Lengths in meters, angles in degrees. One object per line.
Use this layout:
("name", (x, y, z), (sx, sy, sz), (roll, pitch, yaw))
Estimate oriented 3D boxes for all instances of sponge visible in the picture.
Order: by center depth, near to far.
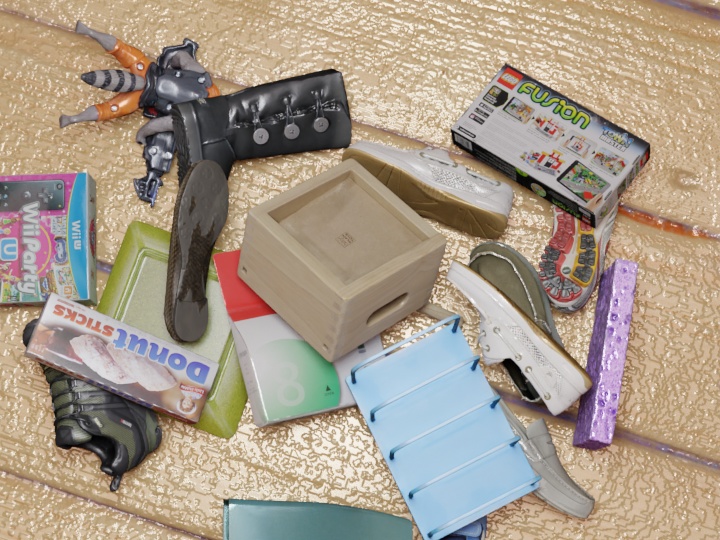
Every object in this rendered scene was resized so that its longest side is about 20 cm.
("sponge", (0.270, 0.095, 1.730), (0.030, 0.112, 0.201), (11, 81, 1))

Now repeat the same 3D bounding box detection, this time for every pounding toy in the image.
("pounding toy", (0.000, 0.000, 1.722), (0.199, 0.143, 0.184), (-29, 60, -35))

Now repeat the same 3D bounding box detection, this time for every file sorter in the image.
("file sorter", (0.087, 0.166, 1.651), (0.138, 0.123, 0.201), (-26, 80, -4))

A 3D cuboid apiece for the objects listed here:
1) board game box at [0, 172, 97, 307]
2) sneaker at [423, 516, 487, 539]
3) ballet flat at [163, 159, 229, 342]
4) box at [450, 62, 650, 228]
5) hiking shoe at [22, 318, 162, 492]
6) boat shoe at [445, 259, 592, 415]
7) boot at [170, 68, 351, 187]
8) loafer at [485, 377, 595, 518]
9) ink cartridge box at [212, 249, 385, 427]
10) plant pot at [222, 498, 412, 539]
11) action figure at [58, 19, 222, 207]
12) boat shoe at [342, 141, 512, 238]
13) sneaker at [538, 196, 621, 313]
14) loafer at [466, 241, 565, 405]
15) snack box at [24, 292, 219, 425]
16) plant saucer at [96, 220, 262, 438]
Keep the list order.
("board game box", (-0.401, -0.032, 1.778), (0.199, 0.064, 0.149), (-2, 82, -1))
("sneaker", (0.101, 0.309, 1.715), (0.073, 0.082, 0.201), (3, 80, 2))
("ballet flat", (-0.186, -0.022, 1.722), (0.067, 0.046, 0.201), (4, 94, -36))
("box", (0.212, -0.142, 1.765), (0.200, 0.035, 0.110), (34, 72, 23))
("hiking shoe", (-0.303, 0.141, 1.706), (0.200, 0.076, 0.101), (49, 40, -10))
("boat shoe", (0.156, 0.074, 1.682), (0.200, 0.071, 0.069), (45, 97, 8))
("boot", (-0.107, -0.135, 1.788), (0.199, 0.066, 0.166), (-16, 124, -22))
("loafer", (0.184, 0.194, 1.736), (0.200, 0.070, 0.070), (40, 94, 6))
("ink cartridge box", (-0.062, 0.060, 1.741), (0.160, 0.050, 0.201), (-11, 83, -26))
("plant pot", (-0.046, 0.316, 1.689), (0.199, 0.141, 0.142), (1, 81, -7))
("action figure", (-0.236, -0.176, 1.770), (0.192, 0.104, 0.201), (8, 86, -24))
("boat shoe", (0.078, -0.104, 1.780), (0.199, 0.071, 0.070), (24, 58, -2))
("sneaker", (0.247, -0.044, 1.776), (0.077, 0.082, 0.201), (14, 66, 19))
("loafer", (0.175, 0.060, 1.745), (0.075, 0.070, 0.201), (-32, 82, 31))
("snack box", (-0.256, 0.096, 1.694), (0.199, 0.024, 0.072), (24, 68, -14))
("plant saucer", (-0.204, 0.063, 1.770), (0.199, 0.048, 0.201), (19, 82, 3))
